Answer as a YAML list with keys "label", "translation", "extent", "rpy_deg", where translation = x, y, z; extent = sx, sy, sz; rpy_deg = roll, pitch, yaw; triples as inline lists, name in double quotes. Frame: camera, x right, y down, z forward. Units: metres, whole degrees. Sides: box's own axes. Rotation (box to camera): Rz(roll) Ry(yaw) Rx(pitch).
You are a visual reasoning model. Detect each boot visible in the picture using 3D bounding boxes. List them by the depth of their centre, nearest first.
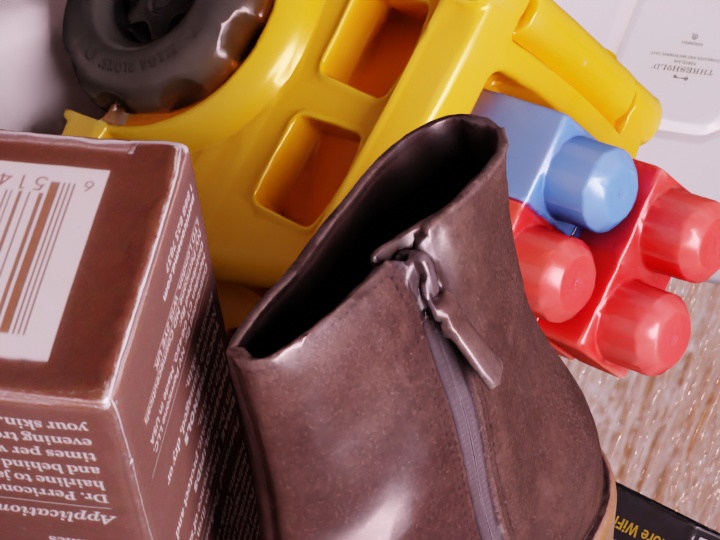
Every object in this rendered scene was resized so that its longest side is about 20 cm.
- label: "boot"
  translation: [-0.011, 0.081, 0.517]
  extent: [0.200, 0.072, 0.167]
  rpy_deg: [-49, 137, -35]

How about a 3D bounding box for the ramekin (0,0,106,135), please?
- label: "ramekin"
  translation: [-0.129, -0.009, 0.724]
  extent: [0.200, 0.098, 0.201]
  rpy_deg: [-24, 126, -39]

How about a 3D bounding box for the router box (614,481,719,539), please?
- label: "router box"
  translation: [0.033, 0.137, 0.895]
  extent: [0.052, 0.200, 0.158]
  rpy_deg: [26, 88, -50]

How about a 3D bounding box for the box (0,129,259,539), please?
- label: "box"
  translation: [-0.080, 0.055, 0.538]
  extent: [0.200, 0.100, 0.075]
  rpy_deg: [85, 15, -50]

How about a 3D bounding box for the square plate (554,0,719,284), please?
- label: "square plate"
  translation: [0.107, -0.080, 0.797]
  extent: [0.199, 0.028, 0.199]
  rpy_deg: [6, 121, -24]

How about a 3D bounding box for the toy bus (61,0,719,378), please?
- label: "toy bus"
  translation: [0.000, 0.000, 0.645]
  extent: [0.136, 0.192, 0.200]
  rpy_deg: [33, 84, -52]
